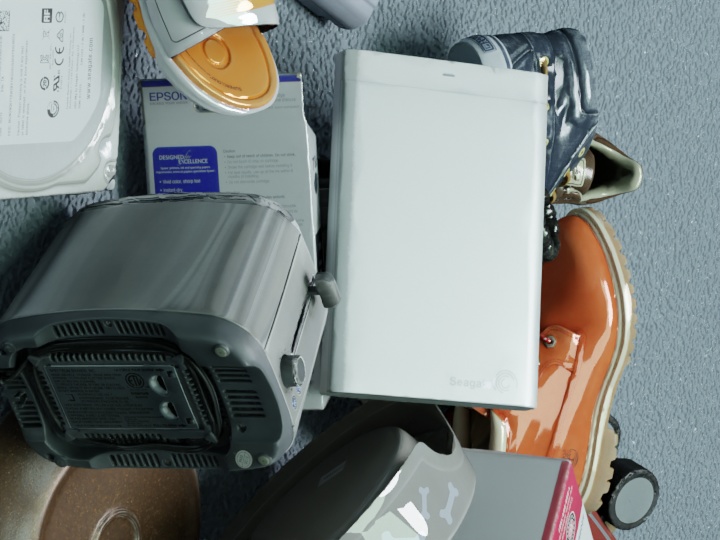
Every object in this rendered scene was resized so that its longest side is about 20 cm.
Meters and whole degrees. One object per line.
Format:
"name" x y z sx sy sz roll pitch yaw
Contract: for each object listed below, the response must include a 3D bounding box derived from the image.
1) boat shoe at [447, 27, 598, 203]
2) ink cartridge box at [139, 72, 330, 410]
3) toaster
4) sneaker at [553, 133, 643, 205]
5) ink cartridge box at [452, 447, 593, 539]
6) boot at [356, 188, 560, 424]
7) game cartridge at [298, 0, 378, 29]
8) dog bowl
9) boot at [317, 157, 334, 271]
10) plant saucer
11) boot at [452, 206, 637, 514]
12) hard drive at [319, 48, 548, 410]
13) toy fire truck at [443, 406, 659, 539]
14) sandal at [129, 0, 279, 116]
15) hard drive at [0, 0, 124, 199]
"boat shoe" 0.107 -0.059 1.751 0.091 0.071 0.201 -10 115 -26
"ink cartridge box" -0.072 -0.018 1.571 0.039 0.099 0.201 -60 148 -74
"toaster" -0.112 0.032 1.484 0.129 0.199 0.114 -66 145 -46
"sneaker" 0.117 -0.079 1.829 0.200 0.075 0.071 -2 99 -53
"ink cartridge box" 0.097 0.228 1.686 0.200 0.083 0.146 69 30 -49
"boot" 0.054 0.007 1.690 0.080 0.157 0.212 -103 174 -58
"game cartridge" -0.010 -0.265 1.656 0.133 0.041 0.201 31 73 -47
"dog bowl" -0.014 0.158 1.609 0.059 0.200 0.200 48 56 -13
"boot" 0.000 0.000 1.611 0.070 0.199 0.132 -97 -174 -72
"plant saucer" -0.153 0.156 1.564 0.200 0.037 0.201 -15 109 -51
"boot" 0.114 0.057 1.730 0.107 0.075 0.201 4 94 -31
"hard drive" 0.044 -0.023 1.584 0.131 0.026 0.201 5 81 -21
"toy fire truck" 0.094 0.167 1.840 0.200 0.129 0.176 -45 128 -11
"sandal" -0.095 -0.184 1.482 0.079 0.059 0.207 -28 95 -45
"hard drive" -0.205 -0.106 1.435 0.200 0.038 0.140 -6 102 -51
